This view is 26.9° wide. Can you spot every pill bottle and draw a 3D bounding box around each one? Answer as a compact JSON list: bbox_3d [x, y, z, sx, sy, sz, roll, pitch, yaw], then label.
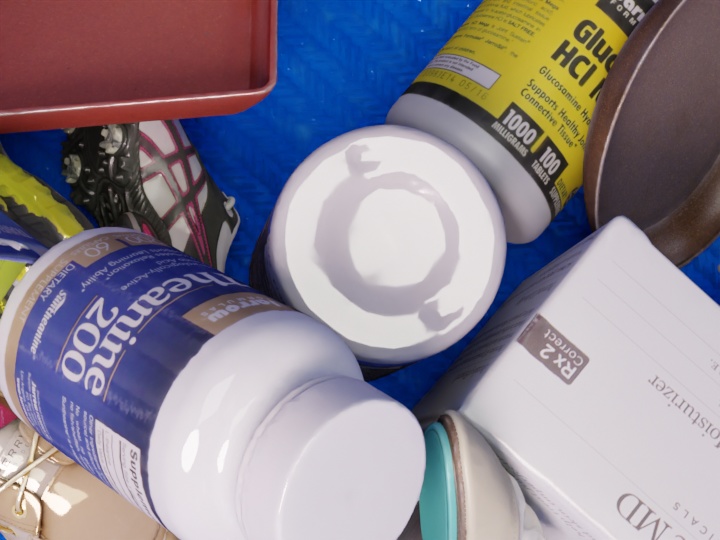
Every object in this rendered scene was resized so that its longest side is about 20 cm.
[{"bbox_3d":[0.115,-0.123,0.870,0.112,0.112,0.200,40,78,-1],"label":"pill bottle"},{"bbox_3d":[0.000,0.000,0.791,0.113,0.200,0.114,1,81,-9],"label":"pill bottle"},{"bbox_3d":[-0.068,0.059,0.674,0.111,0.200,0.111,-20,121,-38],"label":"pill bottle"}]

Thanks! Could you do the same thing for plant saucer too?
[{"bbox_3d":[0.187,-0.090,0.856,0.032,0.200,0.200,31,75,36],"label":"plant saucer"},{"bbox_3d":[-0.141,-0.145,0.824,0.199,0.037,0.201,-5,49,3],"label":"plant saucer"}]

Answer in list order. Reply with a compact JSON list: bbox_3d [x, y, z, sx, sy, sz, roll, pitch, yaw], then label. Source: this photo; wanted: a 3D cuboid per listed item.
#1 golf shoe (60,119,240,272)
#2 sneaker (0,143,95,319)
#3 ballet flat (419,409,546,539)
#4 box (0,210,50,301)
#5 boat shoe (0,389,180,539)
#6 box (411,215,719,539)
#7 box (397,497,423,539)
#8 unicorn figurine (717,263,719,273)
[{"bbox_3d":[-0.118,-0.047,0.857,0.088,0.077,0.201,7,70,-38],"label":"golf shoe"},{"bbox_3d":[-0.228,-0.036,0.828,0.200,0.085,0.074,47,37,20],"label":"sneaker"},{"bbox_3d":[0.057,0.146,0.726,0.069,0.070,0.201,4,125,-3],"label":"ballet flat"},{"bbox_3d":[-0.245,-0.046,0.723,0.200,0.122,0.048,37,96,14],"label":"box"},{"bbox_3d":[-0.173,0.103,0.769,0.200,0.069,0.074,22,71,32],"label":"boat shoe"},{"bbox_3d":[0.143,0.098,0.795,0.199,0.200,0.131,41,78,0],"label":"box"},{"bbox_3d":[-0.005,0.177,0.769,0.048,0.200,0.159,22,75,32],"label":"box"},{"bbox_3d":[0.307,0.053,0.898,0.199,0.074,0.138,5,90,7],"label":"unicorn figurine"}]
